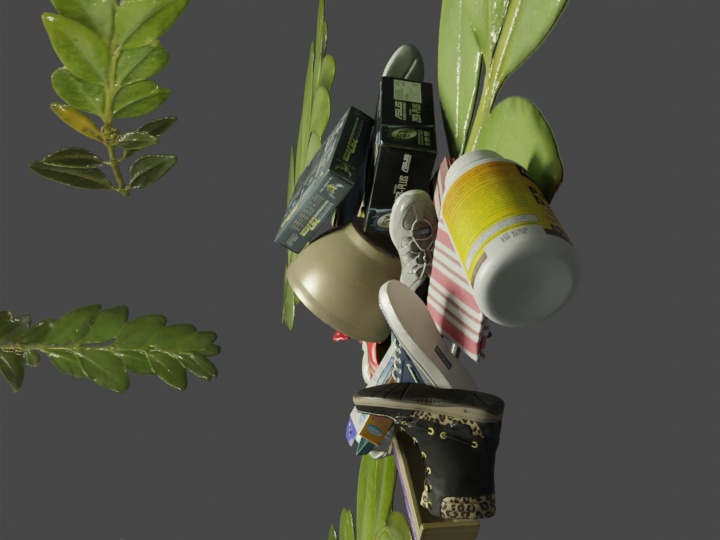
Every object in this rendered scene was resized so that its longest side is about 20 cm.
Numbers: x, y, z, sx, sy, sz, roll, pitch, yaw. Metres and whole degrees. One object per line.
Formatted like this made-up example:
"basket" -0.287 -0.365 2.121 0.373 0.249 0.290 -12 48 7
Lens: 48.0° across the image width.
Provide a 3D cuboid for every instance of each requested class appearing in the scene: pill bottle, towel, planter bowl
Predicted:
"pill bottle" 0.148 -0.043 0.849 0.201 0.108 0.110 -104 19 -50
"towel" 0.119 -0.064 1.209 0.200 0.022 0.146 120 147 -70
"towel" 0.138 0.000 1.042 0.146 0.030 0.202 -136 50 -61
"planter bowl" 0.000 0.000 1.309 0.135 0.199 0.201 -54 26 19

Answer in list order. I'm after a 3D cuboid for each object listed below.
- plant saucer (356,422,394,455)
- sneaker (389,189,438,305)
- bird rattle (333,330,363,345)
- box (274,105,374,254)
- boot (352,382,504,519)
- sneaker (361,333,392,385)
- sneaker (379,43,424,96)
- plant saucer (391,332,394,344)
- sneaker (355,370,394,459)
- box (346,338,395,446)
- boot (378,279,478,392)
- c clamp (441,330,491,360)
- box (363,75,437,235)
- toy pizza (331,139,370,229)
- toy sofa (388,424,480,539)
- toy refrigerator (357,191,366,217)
"plant saucer" 0.054 0.198 1.195 0.200 0.019 0.070 -53 8 34
"sneaker" 0.093 -0.017 1.154 0.082 0.074 0.202 -134 32 -61
"bird rattle" 0.006 0.068 1.653 0.200 0.111 0.165 84 -163 -81
"box" -0.058 -0.142 1.290 0.200 0.051 0.159 -47 19 45
"boot" 0.084 0.224 1.017 0.073 0.198 0.152 -25 -66 -65
"sneaker" 0.041 0.116 1.489 0.085 0.076 0.202 134 130 -57
"sneaker" 0.060 -0.308 1.389 0.201 0.070 0.081 103 166 -48
"plant saucer" 0.087 0.116 1.337 0.200 0.027 0.203 -179 90 -78
"sneaker" 0.037 0.242 1.302 0.078 0.099 0.201 45 154 45
"box" 0.043 0.167 1.177 0.201 0.041 0.119 -61 7 0
"boot" 0.065 0.114 1.067 0.090 0.073 0.201 -31 94 37
"c clamp" 0.127 0.095 1.140 0.172 0.027 0.201 -102 18 -46
"box" 0.059 -0.180 1.267 0.201 0.085 0.165 -87 6 -47
"toy pizza" -0.017 -0.147 1.408 0.200 0.031 0.202 16 -90 -84
"toy sofa" 0.097 0.315 1.142 0.201 0.082 0.098 -105 20 -53
"toy refrigerator" 0.029 -0.085 1.523 0.200 0.069 0.077 112 156 -61
